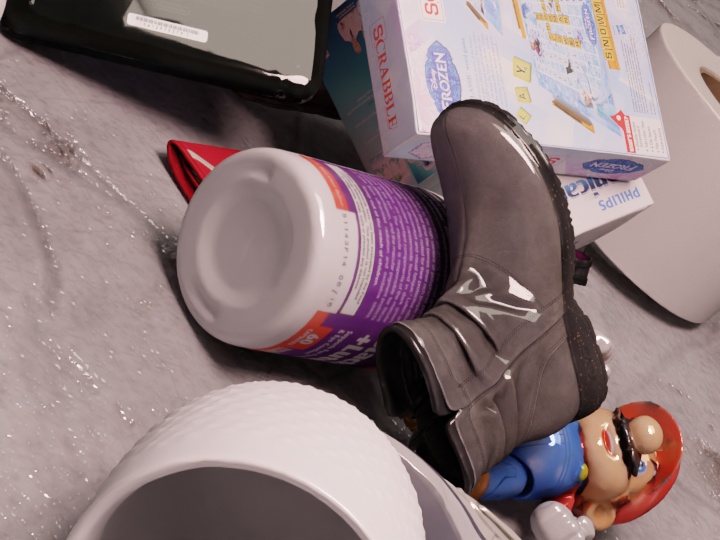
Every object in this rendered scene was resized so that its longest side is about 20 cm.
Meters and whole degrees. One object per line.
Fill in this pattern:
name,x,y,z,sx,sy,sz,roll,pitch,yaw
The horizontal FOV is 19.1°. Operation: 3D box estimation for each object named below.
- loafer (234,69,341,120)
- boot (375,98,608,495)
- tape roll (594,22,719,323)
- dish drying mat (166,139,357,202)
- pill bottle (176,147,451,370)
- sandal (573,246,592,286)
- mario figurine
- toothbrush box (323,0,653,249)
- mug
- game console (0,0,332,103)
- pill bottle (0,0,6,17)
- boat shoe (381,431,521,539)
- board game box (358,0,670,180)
loafer,0.004,-0.133,1.452,0.200,0.063,0.072,5,67,-35
boot,0.058,0.013,1.168,0.132,0.070,0.200,-24,95,-41
tape roll,0.257,-0.076,1.697,0.203,0.139,0.203,40,20,-18
dish drying mat,-0.041,-0.045,1.352,0.200,0.018,0.077,3,46,-55
pill bottle,0.000,0.000,1.236,0.200,0.111,0.111,12,40,-49
sandal,0.136,-0.017,1.543,0.075,0.048,0.200,41,24,-10
mario figurine,0.125,0.099,1.269,0.200,0.123,0.106,10,7,-42
toothbrush box,0.077,-0.097,1.389,0.146,0.085,0.200,-22,82,-39
mug,-0.023,0.138,0.941,0.200,0.148,0.175,35,15,-2
game console,-0.125,-0.180,1.355,0.200,0.116,0.176,12,64,-12
pill bottle,-0.240,-0.177,1.142,0.111,0.111,0.200,33,28,-24
boat shoe,0.051,0.151,1.132,0.200,0.072,0.066,42,21,-7
board game box,0.090,-0.161,1.346,0.199,0.041,0.200,4,68,-33
